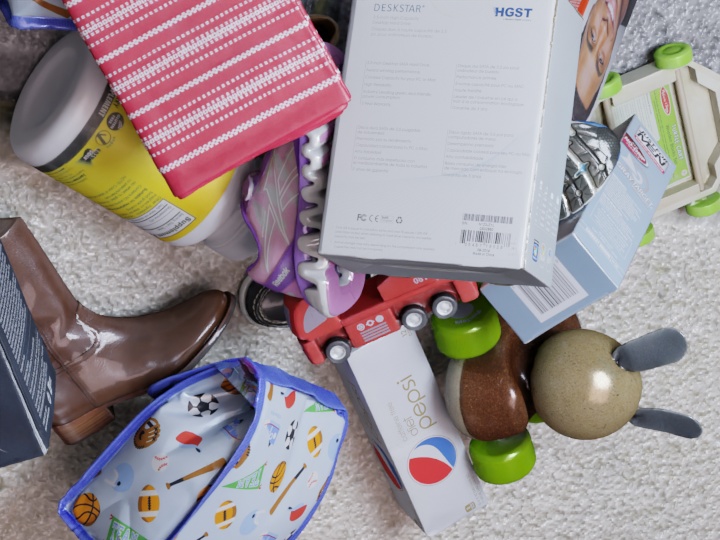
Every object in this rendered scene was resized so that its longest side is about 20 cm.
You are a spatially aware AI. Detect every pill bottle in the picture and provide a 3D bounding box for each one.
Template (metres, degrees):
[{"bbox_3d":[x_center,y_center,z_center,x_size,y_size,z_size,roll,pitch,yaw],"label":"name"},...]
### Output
[{"bbox_3d":[-0.153,-0.089,1.639,0.200,0.112,0.113,31,96,-30],"label":"pill bottle"}]

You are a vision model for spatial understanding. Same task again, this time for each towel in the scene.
[{"bbox_3d":[-0.111,-0.165,1.499,0.144,0.022,0.200,-29,102,-1],"label":"towel"}]

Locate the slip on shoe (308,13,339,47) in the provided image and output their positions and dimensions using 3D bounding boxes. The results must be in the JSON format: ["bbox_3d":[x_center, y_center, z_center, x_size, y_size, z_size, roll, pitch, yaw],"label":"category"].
[{"bbox_3d":[-0.081,-0.146,1.616,0.061,0.076,0.200,-41,170,35],"label":"slip on shoe"}]

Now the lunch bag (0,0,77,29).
[{"bbox_3d":[-0.157,-0.258,1.554,0.199,0.124,0.170,1,112,-24],"label":"lunch bag"}]

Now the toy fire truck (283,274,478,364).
[{"bbox_3d":[0.021,-0.023,1.652,0.200,0.049,0.141,-23,119,9],"label":"toy fire truck"}]

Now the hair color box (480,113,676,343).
[{"bbox_3d":[0.174,-0.035,1.721,0.099,0.200,0.061,-32,105,35],"label":"hair color box"}]

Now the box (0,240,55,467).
[{"bbox_3d":[-0.347,0.051,1.576,0.199,0.124,0.197,-16,119,4],"label":"box"}]

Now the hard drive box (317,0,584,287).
[{"bbox_3d":[0.065,-0.096,1.542,0.077,0.155,0.201,27,69,-67],"label":"hard drive box"}]

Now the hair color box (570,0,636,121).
[{"bbox_3d":[0.168,-0.210,1.688,0.200,0.061,0.102,-67,155,-22],"label":"hair color box"}]

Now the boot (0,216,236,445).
[{"bbox_3d":[-0.219,0.015,1.684,0.186,0.064,0.200,-38,116,-3],"label":"boot"}]

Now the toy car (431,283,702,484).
[{"bbox_3d":[0.181,0.080,1.779,0.158,0.200,0.165,-53,136,-43],"label":"toy car"}]

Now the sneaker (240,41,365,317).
[{"bbox_3d":[-0.048,-0.068,1.593,0.080,0.088,0.201,-21,115,-59],"label":"sneaker"}]

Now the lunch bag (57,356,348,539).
[{"bbox_3d":[-0.113,0.159,1.721,0.200,0.124,0.170,-48,152,7],"label":"lunch bag"}]

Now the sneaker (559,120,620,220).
[{"bbox_3d":[0.122,-0.073,1.693,0.090,0.200,0.079,-37,100,-48],"label":"sneaker"}]

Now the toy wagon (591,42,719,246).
[{"bbox_3d":[0.267,-0.115,1.851,0.200,0.040,0.155,-23,118,-14],"label":"toy wagon"}]

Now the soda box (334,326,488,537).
[{"bbox_3d":[0.037,0.122,1.829,0.064,0.068,0.200,-30,119,-10],"label":"soda box"}]

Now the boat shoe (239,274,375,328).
[{"bbox_3d":[0.000,0.000,1.769,0.200,0.060,0.076,-25,118,-13],"label":"boat shoe"}]
